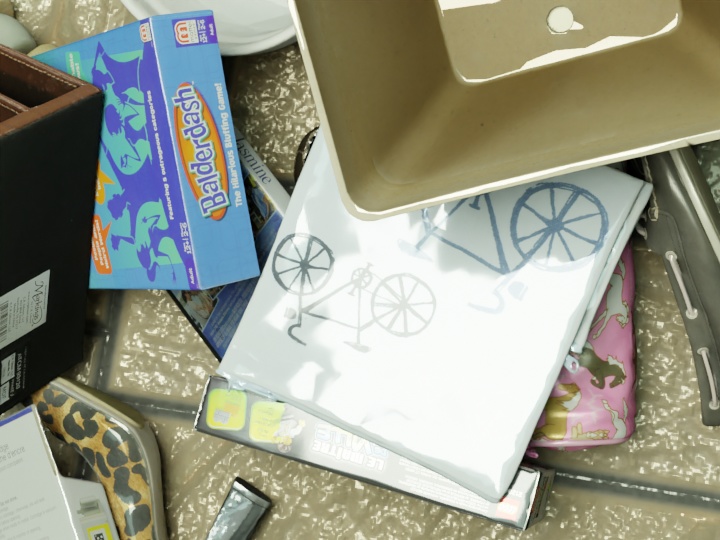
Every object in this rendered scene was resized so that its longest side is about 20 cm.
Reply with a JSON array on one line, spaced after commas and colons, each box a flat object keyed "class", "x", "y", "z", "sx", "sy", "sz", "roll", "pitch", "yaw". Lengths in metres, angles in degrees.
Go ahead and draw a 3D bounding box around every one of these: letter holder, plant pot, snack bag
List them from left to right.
[{"class": "letter holder", "x": -0.246, "y": -0.032, "z": 0.776, "sx": 0.142, "sy": 0.101, "sz": 0.200, "roll": 26, "pitch": 126, "yaw": 20}, {"class": "snack bag", "x": 0.038, "y": 0.008, "z": 0.722, "sx": 0.188, "sy": 0.021, "sz": 0.200, "roll": 23, "pitch": 89, "yaw": 14}, {"class": "plant pot", "x": 0.082, "y": -0.158, "z": 0.630, "sx": 0.200, "sy": 0.177, "sz": 0.200, "roll": -12, "pitch": 102, "yaw": 17}]

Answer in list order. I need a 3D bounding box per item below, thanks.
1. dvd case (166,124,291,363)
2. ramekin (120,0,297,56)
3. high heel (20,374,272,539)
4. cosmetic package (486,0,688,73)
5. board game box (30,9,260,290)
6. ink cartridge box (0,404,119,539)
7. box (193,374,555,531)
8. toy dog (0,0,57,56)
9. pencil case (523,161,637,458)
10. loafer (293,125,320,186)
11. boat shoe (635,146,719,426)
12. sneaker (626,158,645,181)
[{"class": "dvd case", "x": -0.102, "y": -0.037, "z": 0.823, "sx": 0.200, "sy": 0.018, "sz": 0.143, "roll": 52, "pitch": 138, "yaw": 13}, {"class": "ramekin", "x": -0.064, "y": -0.238, "z": 0.816, "sx": 0.200, "sy": 0.105, "sz": 0.201, "roll": 6, "pitch": 104, "yaw": 24}, {"class": "high heel", "x": -0.174, "y": 0.158, "z": 0.830, "sx": 0.200, "sy": 0.071, "sz": 0.143, "roll": 31, "pitch": 88, "yaw": 9}, {"class": "cosmetic package", "x": 0.170, "y": -0.194, "z": 0.733, "sx": 0.103, "sy": 0.073, "sz": 0.200, "roll": 34, "pitch": 109, "yaw": 3}, {"class": "board game box", "x": -0.144, "y": -0.066, "z": 0.789, "sx": 0.200, "sy": 0.045, "sz": 0.152, "roll": -1, "pitch": 101, "yaw": 53}, {"class": "ink cartridge box", "x": -0.229, "y": 0.208, "z": 0.821, "sx": 0.197, "sy": 0.047, "sz": 0.200, "roll": -25, "pitch": 76, "yaw": 30}, {"class": "box", "x": 0.012, "y": 0.108, "z": 0.776, "sx": 0.200, "sy": 0.110, "sz": 0.035, "roll": 15, "pitch": 86, "yaw": 14}, {"class": "toy dog", "x": -0.281, "y": -0.104, "z": 0.877, "sx": 0.132, "sy": 0.096, "sz": 0.200, "roll": 16, "pitch": 86, "yaw": 14}, {"class": "pencil case", "x": 0.118, "y": 0.009, "z": 0.766, "sx": 0.086, "sy": 0.083, "sz": 0.200, "roll": -4, "pitch": 92, "yaw": 16}, {"class": "loafer", "x": 0.000, "y": 0.000, "z": 0.789, "sx": 0.073, "sy": 0.071, "sz": 0.200, "roll": -24, "pitch": 79, "yaw": 11}, {"class": "boat shoe", "x": 0.190, "y": 0.003, "z": 0.750, "sx": 0.057, "sy": 0.067, "sz": 0.200, "roll": -22, "pitch": 102, "yaw": 21}, {"class": "sneaker", "x": 0.244, "y": -0.115, "z": 0.774, "sx": 0.200, "sy": 0.080, "sz": 0.086, "roll": -42, "pitch": 87, "yaw": 10}]
